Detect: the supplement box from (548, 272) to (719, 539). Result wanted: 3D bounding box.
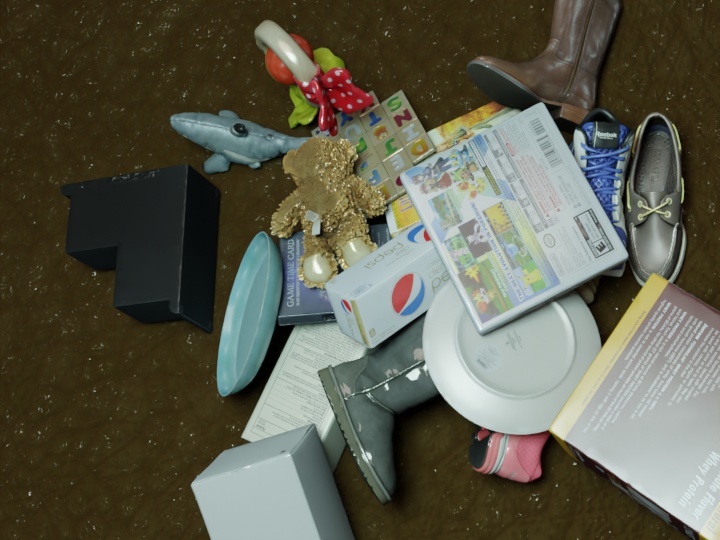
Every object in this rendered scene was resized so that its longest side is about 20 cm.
[{"bbox_3d":[0.337,0.152,1.190,0.199,0.133,0.198,33,84,28],"label":"supplement box"}]

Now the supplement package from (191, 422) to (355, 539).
[{"bbox_3d":[-0.082,0.289,1.261,0.120,0.120,0.203,-17,95,13],"label":"supplement package"}]

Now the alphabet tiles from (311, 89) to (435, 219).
[{"bbox_3d":[0.004,-0.146,1.468,0.165,0.006,0.201,-32,44,8],"label":"alphabet tiles"}]

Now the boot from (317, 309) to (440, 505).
[{"bbox_3d":[0.069,0.138,1.288,0.197,0.073,0.184,-23,75,-5],"label":"boot"}]

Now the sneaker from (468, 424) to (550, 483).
[{"bbox_3d":[0.184,0.144,1.301,0.086,0.074,0.203,24,65,-11],"label":"sneaker"}]

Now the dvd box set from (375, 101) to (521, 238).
[{"bbox_3d":[0.117,-0.125,1.415,0.198,0.030,0.148,-23,44,12],"label":"dvd box set"}]

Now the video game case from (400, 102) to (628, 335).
[{"bbox_3d":[0.165,-0.058,1.263,0.180,0.022,0.202,-26,73,-1],"label":"video game case"}]

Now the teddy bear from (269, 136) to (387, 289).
[{"bbox_3d":[-0.036,-0.066,1.390,0.145,0.067,0.201,-40,50,9],"label":"teddy bear"}]

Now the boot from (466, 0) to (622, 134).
[{"bbox_3d":[0.226,-0.289,1.396,0.064,0.184,0.203,-4,66,60],"label":"boot"}]

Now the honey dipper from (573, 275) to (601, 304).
[{"bbox_3d":[0.227,0.074,1.289,0.037,0.038,0.202,10,60,23],"label":"honey dipper"}]

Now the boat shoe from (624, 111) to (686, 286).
[{"bbox_3d":[0.335,-0.081,1.321,0.071,0.060,0.203,1,71,20],"label":"boat shoe"}]

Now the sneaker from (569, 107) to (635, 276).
[{"bbox_3d":[0.263,-0.103,1.305,0.079,0.116,0.202,3,60,6],"label":"sneaker"}]

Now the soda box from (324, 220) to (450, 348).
[{"bbox_3d":[0.060,0.002,1.305,0.199,0.069,0.063,-33,32,-24],"label":"soda box"}]

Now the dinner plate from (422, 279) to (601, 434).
[{"bbox_3d":[0.165,0.076,1.253,0.196,0.024,0.203,1,65,-3],"label":"dinner plate"}]

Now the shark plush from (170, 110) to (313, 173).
[{"bbox_3d":[-0.153,-0.166,1.527,0.198,0.083,0.092,23,79,27],"label":"shark plush"}]

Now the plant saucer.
[{"bbox_3d":[-0.132,0.055,1.400,0.027,0.200,0.203,15,72,-17],"label":"plant saucer"}]

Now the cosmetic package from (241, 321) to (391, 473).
[{"bbox_3d":[-0.046,0.133,1.378,0.102,0.073,0.202,21,79,26],"label":"cosmetic package"}]

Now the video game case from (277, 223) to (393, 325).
[{"bbox_3d":[0.000,0.000,1.384,0.196,0.019,0.144,-6,44,3],"label":"video game case"}]

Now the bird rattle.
[{"bbox_3d":[-0.077,-0.243,1.468,0.113,0.200,0.163,-43,101,6],"label":"bird rattle"}]

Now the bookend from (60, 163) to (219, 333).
[{"bbox_3d":[-0.294,-0.018,1.520,0.196,0.092,0.203,-8,69,20],"label":"bookend"}]
